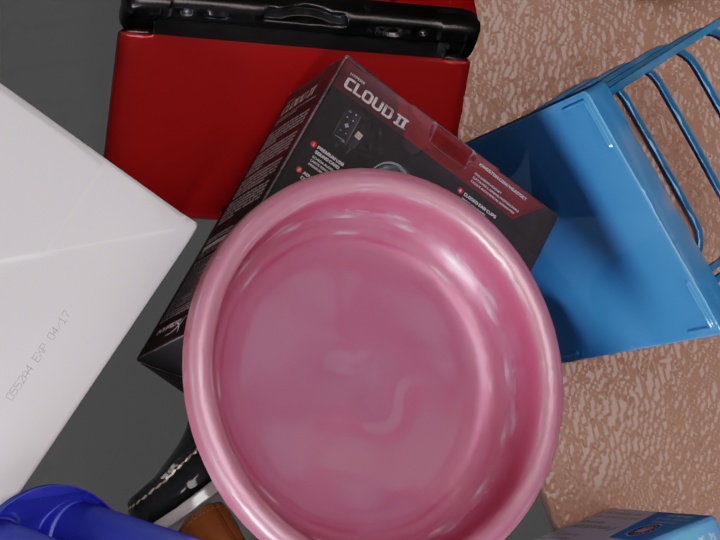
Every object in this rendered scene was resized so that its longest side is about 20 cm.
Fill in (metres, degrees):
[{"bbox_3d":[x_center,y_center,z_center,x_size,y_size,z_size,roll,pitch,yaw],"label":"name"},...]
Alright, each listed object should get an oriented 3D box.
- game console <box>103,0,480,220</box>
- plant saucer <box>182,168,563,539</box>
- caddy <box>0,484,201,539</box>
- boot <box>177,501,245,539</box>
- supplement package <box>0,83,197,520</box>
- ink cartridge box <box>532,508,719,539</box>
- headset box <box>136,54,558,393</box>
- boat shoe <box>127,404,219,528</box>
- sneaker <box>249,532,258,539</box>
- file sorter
[{"bbox_3d":[-0.045,-0.129,1.252,0.199,0.119,0.173,3,53,-16],"label":"game console"},{"bbox_3d":[0.002,0.053,1.082,0.199,0.051,0.202,6,76,-26],"label":"plant saucer"},{"bbox_3d":[-0.143,0.208,1.097,0.141,0.104,0.202,-6,99,-53],"label":"caddy"},{"bbox_3d":[-0.068,0.233,1.175,0.076,0.201,0.155,-20,56,-35],"label":"boot"},{"bbox_3d":[-0.209,0.019,1.144,0.155,0.111,0.201,36,77,-10],"label":"supplement package"},{"bbox_3d":[0.098,0.230,1.195,0.199,0.147,0.147,-19,91,-17],"label":"ink cartridge box"},{"bbox_3d":[0.000,0.000,1.164,0.148,0.077,0.201,35,64,-16],"label":"headset box"},{"bbox_3d":[-0.060,0.065,1.206,0.200,0.076,0.060,-42,95,-27],"label":"boat shoe"},{"bbox_3d":[0.020,0.115,1.215,0.200,0.084,0.075,-43,97,-15],"label":"sneaker"},{"bbox_3d":[0.160,-0.046,1.212,0.122,0.200,0.139,-31,94,-20],"label":"file sorter"}]
